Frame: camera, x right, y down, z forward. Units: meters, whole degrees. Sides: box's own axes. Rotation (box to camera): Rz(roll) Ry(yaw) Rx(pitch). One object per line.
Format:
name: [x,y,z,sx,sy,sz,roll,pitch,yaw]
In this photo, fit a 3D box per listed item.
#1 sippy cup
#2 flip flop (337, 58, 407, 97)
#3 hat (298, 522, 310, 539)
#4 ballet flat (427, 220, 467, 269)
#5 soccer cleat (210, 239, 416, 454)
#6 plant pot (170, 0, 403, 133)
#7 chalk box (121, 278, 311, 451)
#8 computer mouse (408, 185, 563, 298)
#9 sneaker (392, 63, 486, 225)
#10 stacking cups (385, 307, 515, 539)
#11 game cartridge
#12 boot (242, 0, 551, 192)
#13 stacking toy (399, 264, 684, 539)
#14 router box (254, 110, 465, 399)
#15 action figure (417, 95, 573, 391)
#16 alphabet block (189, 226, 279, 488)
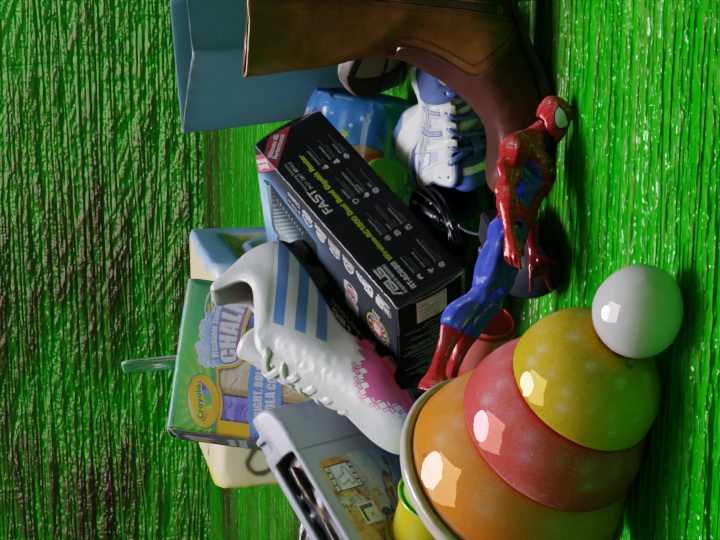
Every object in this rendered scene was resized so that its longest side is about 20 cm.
sippy cup: [-0.004,-0.087,1.658,0.177,0.139,0.132,16,101,38]
flip flop: [0.027,-0.190,1.373,0.200,0.057,0.081,-55,-2,-46]
hat: [0.048,0.237,1.511,0.081,0.199,0.203,17,-116,-57]
ballet flat: [0.052,0.001,1.515,0.200,0.073,0.075,107,157,-61]
soccer cleat: [-0.036,0.066,1.395,0.200,0.086,0.070,52,159,28]
plant pot: [-0.059,-0.216,1.688,0.141,0.198,0.143,110,156,-65]
chalk box: [-0.094,0.081,1.583,0.124,0.198,0.125,115,164,-81]
computer mouse: [0.076,-0.022,1.326,0.200,0.034,0.059,25,132,62]
sneaker: [0.077,-0.107,1.381,0.200,0.075,0.089,98,151,-63]
stacking cups: [0.069,0.112,1.318,0.061,0.060,0.201,-106,26,-50]
game cartridge: [0.015,0.178,1.410,0.042,0.133,0.201,-46,68,37]
boot: [0.023,-0.136,1.256,0.069,0.198,0.190,-123,32,-69]
stacking toy: [0.121,0.072,1.079,0.200,0.145,0.147,123,146,-43]
router box: [0.000,0.000,1.443,0.200,0.062,0.151,49,158,34]
action figure: [0.092,-0.014,1.212,0.065,0.051,0.202,25,-98,-66]
alphabet block: [-0.053,0.072,1.770,0.196,0.193,0.202,-130,39,-76]
